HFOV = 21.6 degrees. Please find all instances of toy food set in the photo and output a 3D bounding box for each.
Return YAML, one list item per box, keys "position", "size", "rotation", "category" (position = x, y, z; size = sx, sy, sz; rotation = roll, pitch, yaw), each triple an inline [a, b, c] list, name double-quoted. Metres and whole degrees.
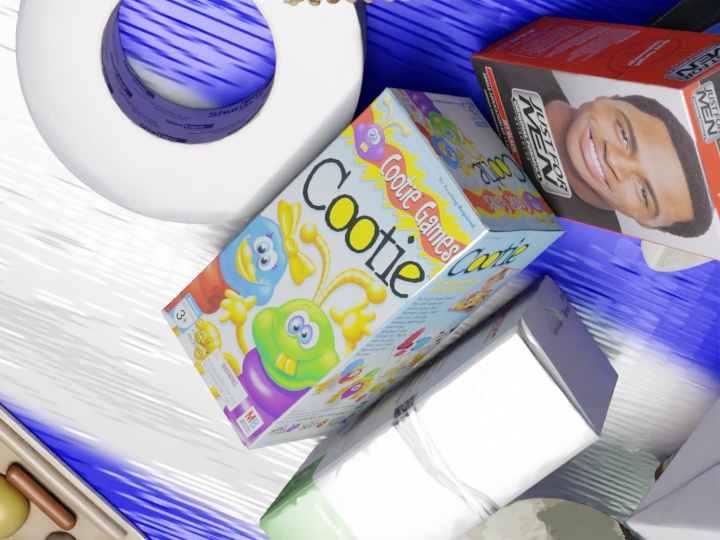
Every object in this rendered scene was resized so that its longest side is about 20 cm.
- position: [-0.244, 0.185, 1.239]
  size: [0.143, 0.060, 0.200]
  rotation: [-40, 105, 17]
  category: "toy food set"

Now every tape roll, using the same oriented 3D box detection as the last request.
- position: [-0.096, -0.131, 1.093]
  size: [0.199, 0.066, 0.202]
  rotation: [1, 113, 2]
  category: "tape roll"

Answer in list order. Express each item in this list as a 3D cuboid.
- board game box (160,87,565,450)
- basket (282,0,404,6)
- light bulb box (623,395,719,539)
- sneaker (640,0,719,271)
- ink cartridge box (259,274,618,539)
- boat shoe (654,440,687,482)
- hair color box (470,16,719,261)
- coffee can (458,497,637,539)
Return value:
- position: [0.000, 0.000, 1.094]
  size: [0.200, 0.105, 0.103]
  rotation: [-43, 71, 24]
  category: "board game box"
- position: [0.020, -0.247, 0.961]
  size: [0.148, 0.143, 0.202]
  rotation: [-2, 83, 4]
  category: "basket"
- position: [0.301, 0.147, 1.113]
  size: [0.200, 0.125, 0.198]
  rotation: [47, 70, -16]
  category: "light bulb box"
- position: [0.201, -0.092, 1.097]
  size: [0.076, 0.112, 0.200]
  rotation: [-11, 149, -19]
  category: "sneaker"
- position: [0.052, 0.104, 1.136]
  size: [0.200, 0.146, 0.084]
  rotation: [-37, 92, 17]
  category: "ink cartridge box"
- position: [0.280, 0.172, 1.202]
  size: [0.200, 0.072, 0.065]
  rotation: [39, 111, -7]
  category: "boat shoe"
- position: [0.147, -0.077, 1.032]
  size: [0.061, 0.200, 0.102]
  rotation: [-29, 112, -21]
  category: "hair color box"
- position: [0.124, 0.252, 1.158]
  size: [0.145, 0.147, 0.200]
  rotation: [-13, 142, 8]
  category: "coffee can"
